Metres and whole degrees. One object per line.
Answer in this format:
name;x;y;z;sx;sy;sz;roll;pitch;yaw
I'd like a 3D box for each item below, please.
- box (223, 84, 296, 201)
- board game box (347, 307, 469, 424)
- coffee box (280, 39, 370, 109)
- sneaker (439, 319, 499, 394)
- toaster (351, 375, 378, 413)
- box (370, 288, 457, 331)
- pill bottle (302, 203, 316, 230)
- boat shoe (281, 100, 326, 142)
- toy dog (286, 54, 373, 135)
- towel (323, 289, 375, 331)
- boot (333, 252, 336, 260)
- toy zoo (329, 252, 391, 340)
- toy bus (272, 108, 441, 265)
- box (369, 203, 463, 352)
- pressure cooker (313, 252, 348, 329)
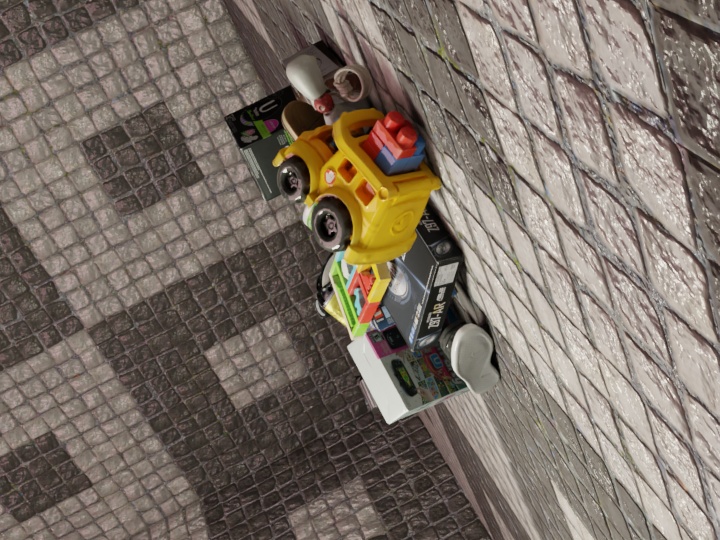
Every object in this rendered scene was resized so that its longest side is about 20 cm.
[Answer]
box;-0.124;-0.247;1.866;0.149;0.200;0.124;59;173;53
board game box;0.097;0.153;1.695;0.064;0.200;0.148;-43;70;44
coffee box;-0.044;-0.261;1.597;0.200;0.080;0.113;58;175;49
sneaker;0.153;0.110;1.550;0.099;0.071;0.200;55;177;31
toaster;0.087;0.377;3.347;0.181;0.200;0.119;79;168;-75
box;0.074;0.047;1.686;0.038;0.136;0.200;64;176;-3
pill bottle;0.007;-0.065;1.757;0.200;0.111;0.111;40;169;17
boat shoe;-0.051;-0.163;1.500;0.200;0.072;0.072;41;145;-23
toy dog;-0.017;-0.225;1.421;0.096;0.132;0.200;-65;-32;-43
towel;0.043;0.072;1.837;0.200;0.144;0.023;40;-164;2
boot;0.023;-0.115;1.649;0.073;0.181;0.201;-11;-79;-72
toy zoo;0.000;0.000;1.572;0.200;0.020;0.131;114;143;-52
toy bus;0.004;-0.137;1.296;0.200;0.136;0.192;51;134;24
box;0.077;-0.005;1.489;0.200;0.043;0.160;102;147;-47
pressure cooker;0.013;0.034;1.943;0.178;0.176;0.200;14;165;22
